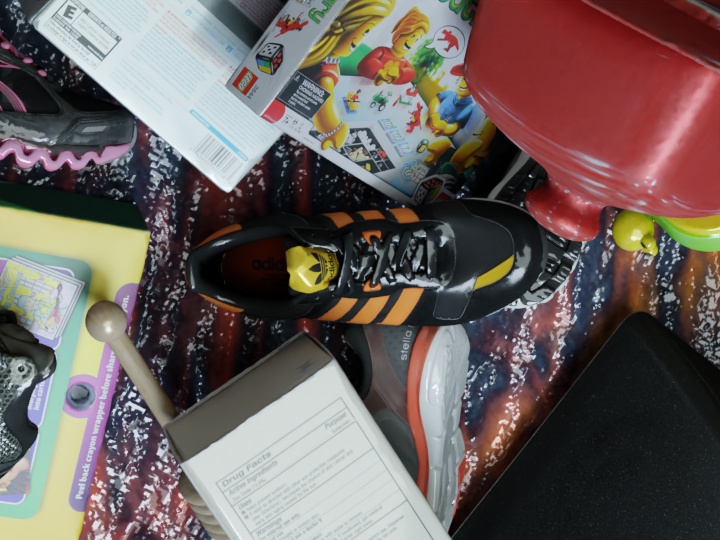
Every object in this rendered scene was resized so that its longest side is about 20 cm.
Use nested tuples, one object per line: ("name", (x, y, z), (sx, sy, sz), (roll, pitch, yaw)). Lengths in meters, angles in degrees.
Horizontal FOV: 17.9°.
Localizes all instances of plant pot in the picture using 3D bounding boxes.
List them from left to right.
("plant pot", (0.205, 0.181, 1.351), (0.200, 0.177, 0.200), (35, 96, -30))

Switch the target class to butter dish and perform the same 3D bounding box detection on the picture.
("butter dish", (0.135, -0.085, 1.196), (0.200, 0.199, 0.148), (4, 115, -59))

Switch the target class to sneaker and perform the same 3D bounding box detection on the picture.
("sneaker", (-0.233, 0.033, 1.182), (0.114, 0.076, 0.200), (-34, 116, -3))
("sneaker", (-0.210, -0.110, 1.209), (0.199, 0.079, 0.096), (12, 93, -20))
("sneaker", (0.000, 0.000, 1.243), (0.199, 0.090, 0.070), (-3, 93, 21))
("sneaker", (0.016, 0.109, 1.355), (0.082, 0.077, 0.201), (12, 116, 15))
("sneaker", (0.121, -0.065, 1.318), (0.074, 0.079, 0.200), (36, 80, -2))

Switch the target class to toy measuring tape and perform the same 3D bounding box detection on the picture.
("toy measuring tape", (0.236, -0.069, 1.339), (0.200, 0.074, 0.074), (-36, 114, 1))

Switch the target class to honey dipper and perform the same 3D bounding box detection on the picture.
("honey dipper", (-0.108, 0.084, 1.281), (0.038, 0.038, 0.200), (-32, 134, -3))

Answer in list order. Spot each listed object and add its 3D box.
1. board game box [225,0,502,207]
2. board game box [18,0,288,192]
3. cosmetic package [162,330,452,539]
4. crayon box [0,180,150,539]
("board game box", (0.024, -0.110, 1.233), (0.126, 0.035, 0.200), (-53, 148, 6))
("board game box", (-0.063, -0.167, 1.230), (0.200, 0.064, 0.148), (-46, 115, 5))
("cosmetic package", (-0.011, 0.146, 1.248), (0.103, 0.087, 0.200), (-33, 105, -6))
("crayon box", (-0.224, 0.049, 1.261), (0.172, 0.058, 0.201), (10, 106, -17))
